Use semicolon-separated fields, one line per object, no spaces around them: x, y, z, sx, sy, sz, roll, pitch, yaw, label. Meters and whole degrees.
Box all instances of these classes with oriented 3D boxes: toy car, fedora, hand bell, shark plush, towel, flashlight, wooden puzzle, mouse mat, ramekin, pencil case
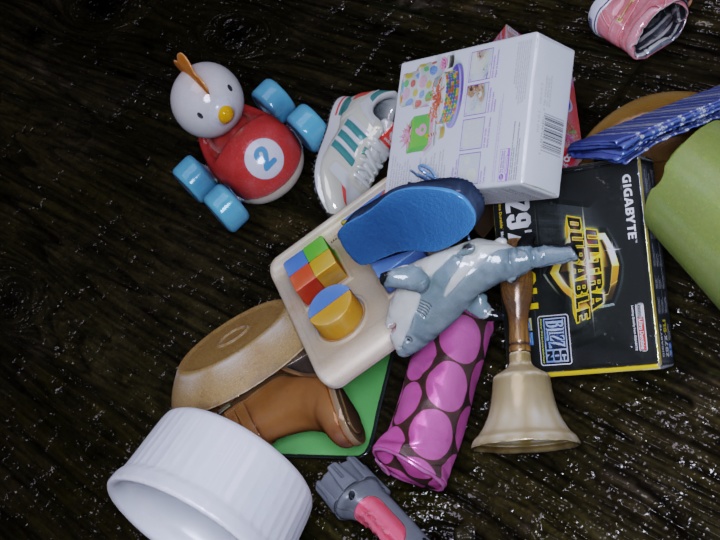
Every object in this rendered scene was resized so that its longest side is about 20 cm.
-0.173;-0.192;1.517;0.184;0.200;0.177;-44;46;-6;toy car
0.316;-0.092;1.226;0.198;0.082;0.203;-13;52;16;fedora
0.153;0.067;1.140;0.103;0.104;0.203;-8;74;26;hand bell
0.112;0.014;1.134;0.197;0.091;0.084;-20;88;10;shark plush
0.307;-0.145;1.140;0.197;0.024;0.145;-22;8;-7;towel
0.027;0.258;1.143;0.068;0.068;0.200;-46;47;-5;flashlight
0.000;0.000;1.249;0.184;0.046;0.201;-35;44;4;wooden puzzle
-0.037;0.118;1.331;0.159;0.008;0.202;-3;56;30;mouse mat
-0.143;0.226;1.184;0.198;0.202;0.098;10;53;36;ramekin
0.072;0.118;1.210;0.092;0.091;0.202;5;61;31;pencil case

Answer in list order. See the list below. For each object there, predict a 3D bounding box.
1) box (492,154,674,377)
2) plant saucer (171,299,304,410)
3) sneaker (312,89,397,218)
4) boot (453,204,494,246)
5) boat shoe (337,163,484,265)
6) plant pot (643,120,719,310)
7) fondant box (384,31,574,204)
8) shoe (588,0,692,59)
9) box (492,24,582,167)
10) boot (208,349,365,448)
0.215;0.000;1.168;0.158;0.049;0.204;-7;85;33;box
-0.133;0.086;1.325;0.198;0.036;0.201;-28;15;8;plant saucer
0.004;-0.146;1.464;0.092;0.070;0.202;-14;47;29;sneaker
0.053;-0.046;1.349;0.201;0.076;0.155;-52;38;3;boot
0.050;-0.062;1.150;0.069;0.085;0.199;-41;20;-34;boat shoe
0.357;-0.031;1.047;0.200;0.200;0.190;-43;58;-6;plant pot
0.114;-0.142;1.180;0.199;0.058;0.147;-1;79;50;fondant box
0.366;-0.333;1.394;0.200;0.071;0.091;-42;47;3;shoe
0.173;-0.166;1.303;0.095;0.102;0.201;-50;18;32;box
-0.089;0.159;1.265;0.154;0.077;0.200;-35;40;-5;boot
